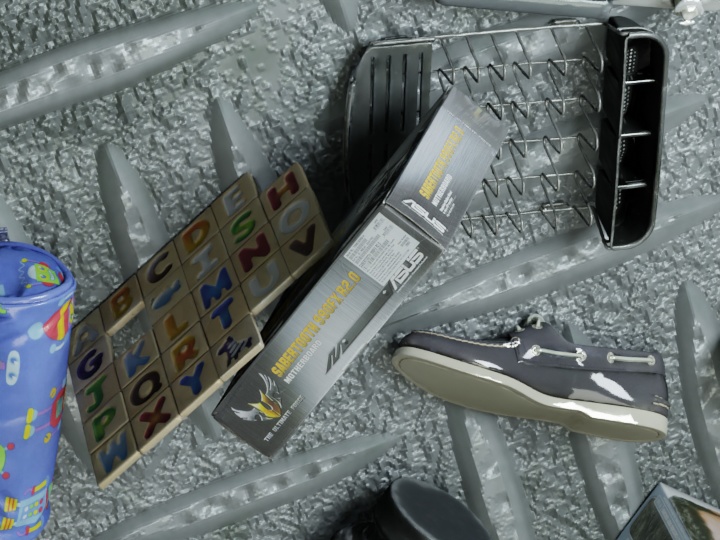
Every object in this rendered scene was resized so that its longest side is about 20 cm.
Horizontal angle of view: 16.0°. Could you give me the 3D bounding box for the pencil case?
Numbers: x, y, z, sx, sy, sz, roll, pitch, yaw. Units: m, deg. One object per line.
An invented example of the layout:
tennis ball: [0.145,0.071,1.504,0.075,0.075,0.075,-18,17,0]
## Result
pencil case: [-0.230,0.078,1.613,0.086,0.078,0.201,9,118,0]

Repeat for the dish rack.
dish rack: [0.089,-0.084,1.615,0.199,0.055,0.154,-5,119,-11]

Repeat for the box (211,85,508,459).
box: [0.000,0.000,1.551,0.048,0.159,0.200,36,124,-5]

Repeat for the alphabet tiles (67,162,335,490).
alphabet tiles: [-0.100,0.023,1.562,0.200,0.167,0.008,-42,121,11]

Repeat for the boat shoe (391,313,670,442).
boat shoe: [0.116,0.064,1.717,0.199,0.073,0.063,15,71,-16]

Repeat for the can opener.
can opener: [0.142,-0.187,1.577,0.199,0.067,0.053,-1,159,-12]

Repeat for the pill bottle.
pill bottle: [0.004,0.245,1.747,0.112,0.112,0.200,25,110,-25]

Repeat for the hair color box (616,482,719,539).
hair color box: [0.287,0.234,1.818,0.199,0.099,0.061,25,111,-25]
